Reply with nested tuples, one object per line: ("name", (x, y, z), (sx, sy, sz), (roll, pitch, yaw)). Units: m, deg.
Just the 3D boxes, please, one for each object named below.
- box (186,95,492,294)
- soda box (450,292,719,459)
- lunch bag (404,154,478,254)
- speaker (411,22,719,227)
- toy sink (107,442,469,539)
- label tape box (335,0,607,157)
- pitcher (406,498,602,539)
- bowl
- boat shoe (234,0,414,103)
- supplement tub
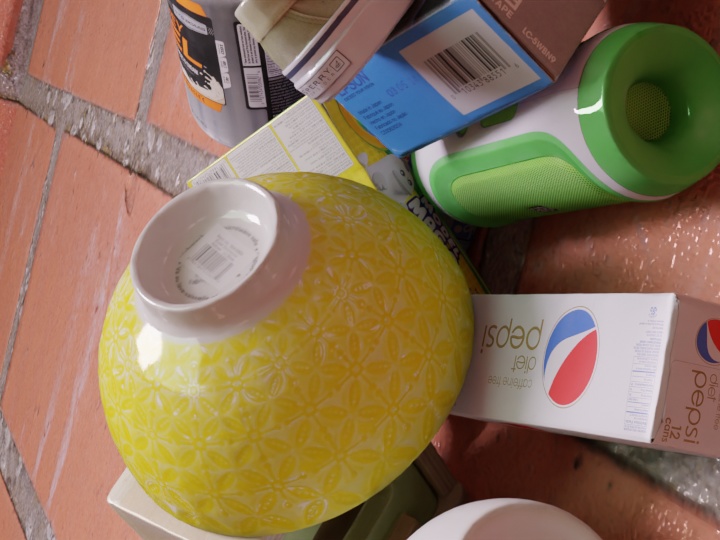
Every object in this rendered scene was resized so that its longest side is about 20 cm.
("box", (0.000, 0.000, 0.849), (0.117, 0.048, 0.200), (-30, 93, 37))
("soda box", (0.110, 0.048, 0.684), (0.200, 0.068, 0.064), (-1, 77, 67))
("lunch bag", (0.017, -0.055, 0.952), (0.200, 0.075, 0.161), (-110, 36, -53))
("speaker", (0.100, -0.069, 0.743), (0.200, 0.088, 0.089), (172, 108, -67))
("toy sink", (-0.024, 0.141, 0.818), (0.112, 0.200, 0.130), (17, 62, 35))
("label tape box", (0.082, -0.163, 0.736), (0.200, 0.063, 0.144), (-56, 18, -26))
("pitcher", (0.057, 0.173, 0.709), (0.200, 0.121, 0.172), (113, 173, -51))
("bowl", (-0.054, 0.017, 0.722), (0.200, 0.108, 0.201), (-14, 48, 16))
("boat shoe", (0.004, -0.160, 0.703), (0.072, 0.062, 0.200), (-35, 19, 41))
("supplement tub", (-0.075, -0.189, 1.036), (0.200, 0.122, 0.123), (85, 178, -52))
